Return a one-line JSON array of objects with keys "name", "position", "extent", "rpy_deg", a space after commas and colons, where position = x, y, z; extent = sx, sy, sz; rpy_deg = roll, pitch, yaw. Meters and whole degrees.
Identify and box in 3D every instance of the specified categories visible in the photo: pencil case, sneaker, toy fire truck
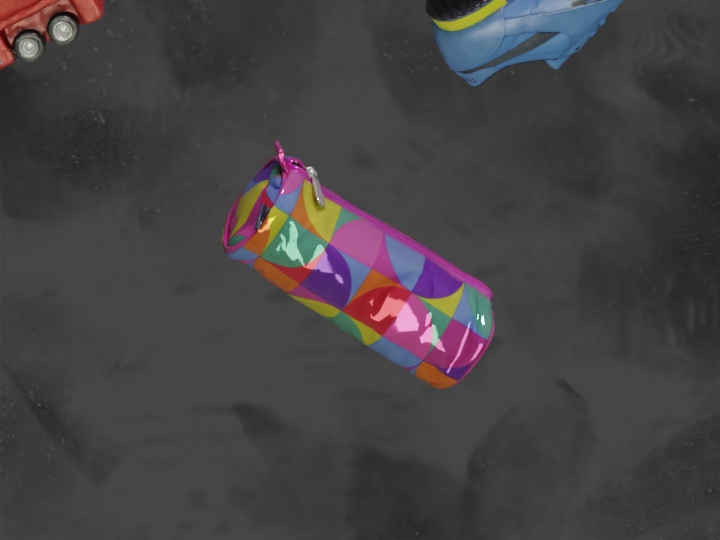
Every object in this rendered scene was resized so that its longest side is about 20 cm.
[{"name": "pencil case", "position": [0.000, 0.000, 1.753], "extent": [0.199, 0.089, 0.089], "rpy_deg": [33, 108, -19]}, {"name": "sneaker", "position": [0.143, -0.186, 1.691], "extent": [0.199, 0.066, 0.079], "rpy_deg": [-26, 125, 8]}, {"name": "toy fire truck", "position": [-0.235, -0.204, 1.659], "extent": [0.199, 0.049, 0.142], "rpy_deg": [-26, 113, 9]}]
